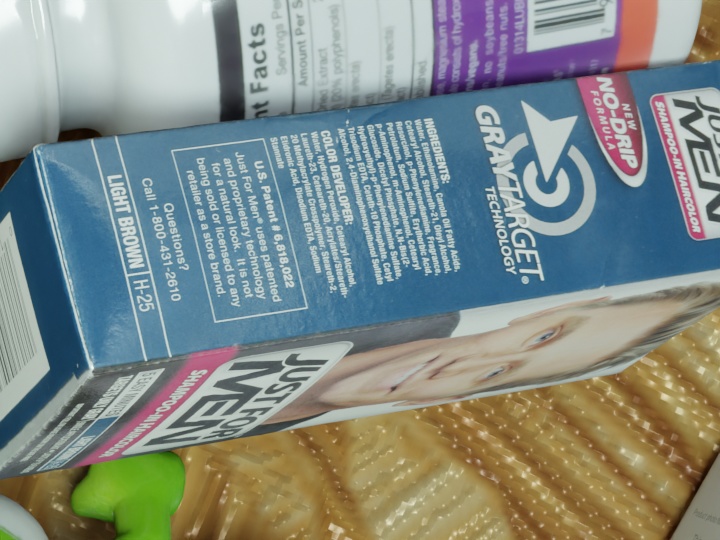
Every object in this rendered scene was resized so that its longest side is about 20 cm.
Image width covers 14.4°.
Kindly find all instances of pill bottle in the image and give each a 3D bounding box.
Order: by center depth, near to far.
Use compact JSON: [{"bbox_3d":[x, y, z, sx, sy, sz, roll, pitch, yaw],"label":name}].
[{"bbox_3d":[-0.020,-0.085,0.757,0.199,0.111,0.112,-11,95,-13],"label":"pill bottle"}]

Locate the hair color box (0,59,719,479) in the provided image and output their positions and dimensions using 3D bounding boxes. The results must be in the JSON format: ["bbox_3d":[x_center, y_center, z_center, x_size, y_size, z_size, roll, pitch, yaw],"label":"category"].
[{"bbox_3d":[0.000,0.000,0.745,0.199,0.100,0.061,-9,75,-26],"label":"hair color box"}]

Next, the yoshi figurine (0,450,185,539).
[{"bbox_3d":[-0.085,0.105,0.774,0.199,0.113,0.112,25,121,-26],"label":"yoshi figurine"}]

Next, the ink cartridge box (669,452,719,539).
[{"bbox_3d":[0.187,0.068,0.829,0.145,0.084,0.200,32,85,-13],"label":"ink cartridge box"}]
